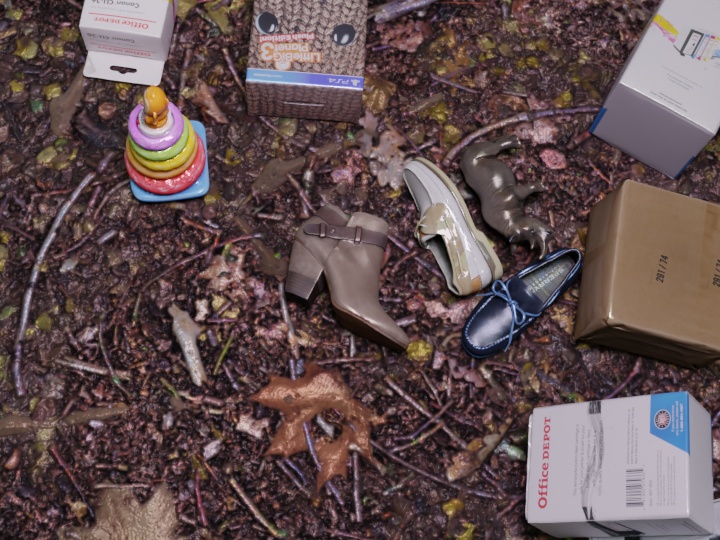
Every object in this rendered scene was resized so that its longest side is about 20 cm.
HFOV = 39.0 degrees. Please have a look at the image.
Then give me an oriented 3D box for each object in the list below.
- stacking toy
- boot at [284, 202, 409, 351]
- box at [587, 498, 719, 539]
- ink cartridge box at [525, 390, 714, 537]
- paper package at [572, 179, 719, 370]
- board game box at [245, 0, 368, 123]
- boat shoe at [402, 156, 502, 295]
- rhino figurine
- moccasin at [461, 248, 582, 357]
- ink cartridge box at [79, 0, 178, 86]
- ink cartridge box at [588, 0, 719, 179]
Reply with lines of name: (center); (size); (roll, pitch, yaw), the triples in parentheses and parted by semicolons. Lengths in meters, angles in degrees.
stacking toy: (-0.255, -0.175, 1.293); (0.109, 0.200, 0.117); (-5, 72, -6)
boot: (0.000, 0.000, 1.323); (0.199, 0.070, 0.147); (27, 69, 5)
box: (0.365, 0.337, 1.161); (0.199, 0.060, 0.117); (-22, 30, 22)
ink cartridge box: (0.302, 0.232, 1.194); (0.199, 0.084, 0.145); (-12, 57, 36)
paper package: (0.388, 0.008, 1.318); (0.189, 0.103, 0.201); (15, 70, -10)
board game box: (-0.072, -0.320, 1.411); (0.158, 0.097, 0.201); (3, 70, -3)
boat shoe: (0.107, -0.059, 1.347); (0.068, 0.075, 0.201); (-29, 74, -15)
rhino figurine: (0.200, -0.098, 1.366); (0.087, 0.060, 0.201); (-21, 66, -5)
moccasin: (0.208, 0.030, 1.326); (0.080, 0.068, 0.200); (44, 73, 11)
ink cartridge box: (-0.321, -0.366, 1.424); (0.116, 0.068, 0.201); (7, 71, -2)
ink cartridge box: (0.437, -0.266, 1.403); (0.144, 0.147, 0.201); (30, 71, 6)
